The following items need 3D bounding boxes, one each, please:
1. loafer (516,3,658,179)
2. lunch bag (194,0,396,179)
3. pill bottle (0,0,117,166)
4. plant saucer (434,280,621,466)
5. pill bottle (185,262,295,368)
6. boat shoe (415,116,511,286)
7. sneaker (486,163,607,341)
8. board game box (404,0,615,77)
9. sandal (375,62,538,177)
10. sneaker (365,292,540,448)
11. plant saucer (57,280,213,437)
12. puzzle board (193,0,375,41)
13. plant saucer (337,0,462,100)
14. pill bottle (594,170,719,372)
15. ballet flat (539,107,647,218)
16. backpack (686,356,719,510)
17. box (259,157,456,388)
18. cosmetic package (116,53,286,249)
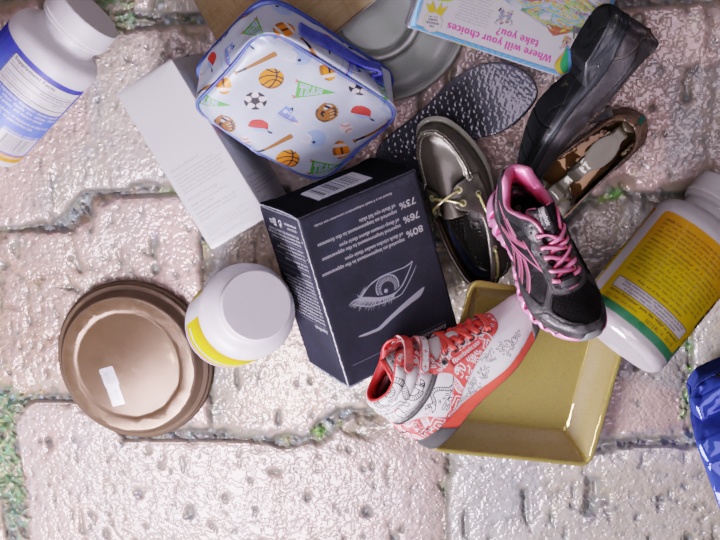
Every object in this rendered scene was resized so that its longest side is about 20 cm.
[{"bbox_3d":[0.232,-0.172,1.212,0.072,0.073,0.200,22,119,-18],"label":"loafer"},{"bbox_3d":[-0.063,-0.189,1.238,0.200,0.076,0.160,26,131,-31],"label":"lunch bag"},{"bbox_3d":[-0.368,-0.221,1.315,0.200,0.112,0.112,-43,93,16],"label":"pill bottle"},{"bbox_3d":[0.184,0.110,1.302,0.199,0.048,0.201,8,106,-16],"label":"plant saucer"},{"bbox_3d":[-0.131,0.049,1.282,0.104,0.200,0.105,2,82,-14],"label":"pill bottle"},{"bbox_3d":[0.109,-0.069,1.265,0.072,0.060,0.202,-12,118,29],"label":"boat shoe"},{"bbox_3d":[0.185,-0.023,1.170,0.079,0.095,0.200,-21,63,-11],"label":"sneaker"},{"bbox_3d":[0.161,-0.288,1.217,0.199,0.034,0.135,16,106,-10],"label":"board game box"},{"bbox_3d":[0.103,-0.166,1.286,0.200,0.043,0.076,-28,90,25],"label":"sandal"},{"bbox_3d":[0.093,0.084,1.208,0.108,0.067,0.202,35,100,-26],"label":"sneaker"},{"bbox_3d":[-0.277,0.111,1.422,0.199,0.029,0.201,2,104,9],"label":"plant saucer"},{"bbox_3d":[-0.082,-0.300,1.261,0.200,0.017,0.151,-34,81,29],"label":"puzzle board"},{"bbox_3d":[0.017,-0.280,1.265,0.199,0.050,0.201,2,104,10],"label":"plant saucer"},{"bbox_3d":[0.327,-0.002,1.224,0.113,0.113,0.200,40,86,-1],"label":"pill bottle"},{"bbox_3d":[0.223,-0.101,1.260,0.068,0.067,0.200,44,107,-2],"label":"ballet flat"},{"bbox_3d":[0.452,0.156,1.232,0.199,0.163,0.168,-20,96,15],"label":"backpack"},{"bbox_3d":[0.000,0.000,1.259,0.148,0.104,0.201,-23,111,-22],"label":"box"},{"bbox_3d":[-0.171,-0.135,1.302,0.081,0.113,0.200,-31,95,15],"label":"cosmetic package"}]
